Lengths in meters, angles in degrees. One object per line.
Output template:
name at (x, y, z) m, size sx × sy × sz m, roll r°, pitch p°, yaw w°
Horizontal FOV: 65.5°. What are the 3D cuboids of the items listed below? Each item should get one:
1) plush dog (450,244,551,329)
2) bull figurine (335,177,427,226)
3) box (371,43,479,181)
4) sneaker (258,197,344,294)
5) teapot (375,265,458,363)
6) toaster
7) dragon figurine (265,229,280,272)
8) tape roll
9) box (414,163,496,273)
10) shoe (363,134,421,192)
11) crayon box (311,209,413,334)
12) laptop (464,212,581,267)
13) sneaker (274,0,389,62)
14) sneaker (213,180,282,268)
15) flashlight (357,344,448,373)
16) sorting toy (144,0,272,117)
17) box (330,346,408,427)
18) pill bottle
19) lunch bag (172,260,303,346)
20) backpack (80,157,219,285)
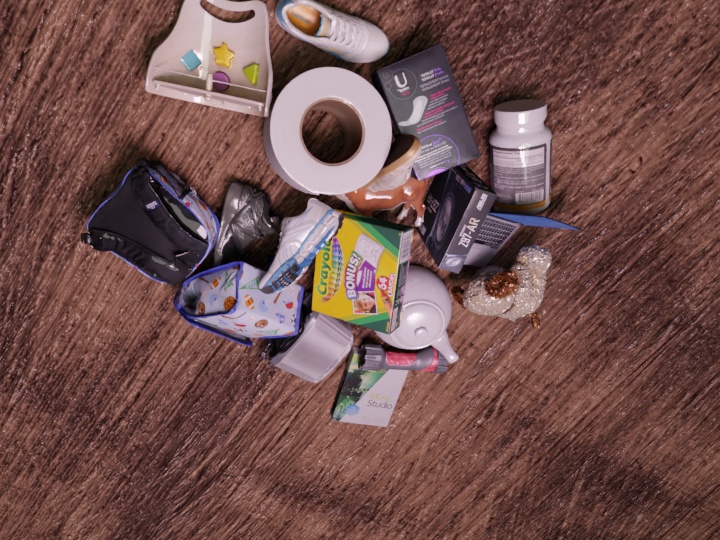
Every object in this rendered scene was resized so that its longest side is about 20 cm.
plush dog at (0.282, 0.048, 1.135) m, size 0.172 × 0.161 × 0.200 m, roll -2°, pitch 163°, yaw -31°
bull figurine at (0.035, -0.139, 1.097) m, size 0.200 × 0.065 × 0.122 m, roll -7°, pitch 125°, yaw 0°
box at (0.113, -0.275, 0.993) m, size 0.122 × 0.106 × 0.200 m, roll -22°, pitch 105°, yaw 2°
sneaker at (-0.122, -0.046, 1.014) m, size 0.087 × 0.075 × 0.200 m, roll 40°, pitch 86°, yaw 16°
teapot at (0.108, 0.092, 1.184) m, size 0.200 × 0.146 × 0.198 m, roll -2°, pitch 117°, yaw -8°
toaster at (-0.109, 0.154, 1.199) m, size 0.129 × 0.114 × 0.200 m, roll 34°, pitch 106°, yaw -26°
dragon figurine at (-0.152, -0.017, 1.108) m, size 0.059 × 0.099 × 0.200 m, roll 21°, pitch 112°, yaw -19°
tape roll at (-0.061, -0.231, 0.958) m, size 0.202 × 0.139 × 0.203 m, roll -2°, pitch 100°, yaw -14°
box at (0.171, -0.111, 1.057) m, size 0.043 × 0.200 × 0.160 m, roll 15°, pitch 115°, yaw -16°
shoe at (0.059, -0.178, 0.964) m, size 0.053 × 0.200 × 0.070 m, roll 30°, pitch 74°, yaw -17°
crayon box at (0.000, 0.000, 1.059) m, size 0.172 × 0.058 × 0.200 m, roll 15°, pitch 110°, yaw 24°
laptop at (0.294, -0.052, 1.104) m, size 0.187 × 0.116 × 0.200 m, roll 6°, pitch 128°, yaw -49°
sneaker at (-0.045, -0.397, 0.938) m, size 0.200 × 0.081 × 0.077 m, roll 12°, pitch 113°, yaw -17°
sneaker at (-0.218, -0.065, 1.084) m, size 0.114 × 0.076 × 0.200 m, roll 16°, pitch 109°, yaw -9°
flashlight at (0.099, 0.194, 1.258) m, size 0.200 × 0.068 × 0.068 m, roll 8°, pitch 158°, yaw -17°
sorting toy at (-0.228, -0.361, 0.922) m, size 0.200 × 0.107 × 0.180 m, roll 11°, pitch 103°, yaw -3°
box at (0.023, 0.279, 1.330) m, size 0.144 × 0.036 × 0.200 m, roll 10°, pitch 114°, yaw -15°
pill bottle at (0.306, -0.216, 1.073) m, size 0.116 × 0.116 × 0.200 m, roll -11°, pitch 118°, yaw -4°
lunch bag at (-0.241, 0.071, 1.088) m, size 0.200 × 0.124 × 0.170 m, roll -9°, pitch 154°, yaw 37°
backpack at (-0.357, -0.078, 1.007) m, size 0.200 × 0.154 × 0.191 m, roll -41°, pitch 99°, yaw 20°
